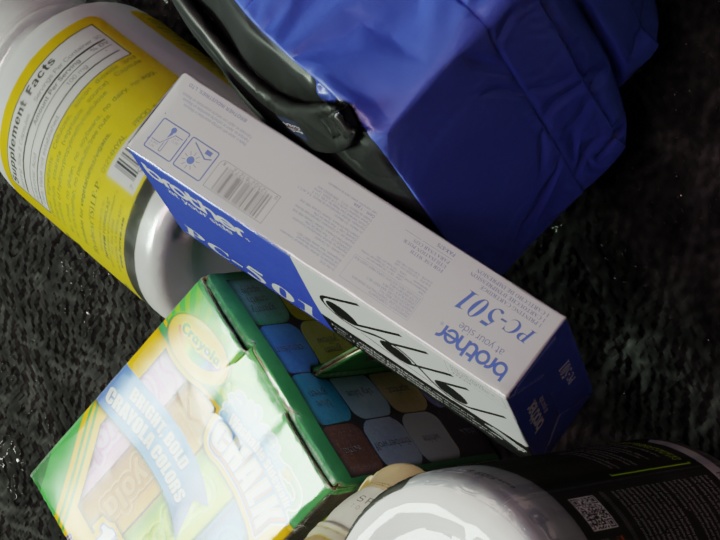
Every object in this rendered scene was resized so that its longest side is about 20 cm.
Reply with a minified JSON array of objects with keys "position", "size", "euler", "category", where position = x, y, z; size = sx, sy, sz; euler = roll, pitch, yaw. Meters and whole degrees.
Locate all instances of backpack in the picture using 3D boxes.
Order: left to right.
[{"position":[0.017,-0.118,1.103],"size":[0.168,0.163,0.200],"euler":[-43,54,-9],"category":"backpack"}]

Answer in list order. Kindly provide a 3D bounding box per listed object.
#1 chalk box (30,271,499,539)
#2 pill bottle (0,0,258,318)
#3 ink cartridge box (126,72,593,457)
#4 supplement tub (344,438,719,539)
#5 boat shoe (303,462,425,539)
[{"position":[-0.033,0.077,1.178],"size":[0.200,0.125,0.124],"euler":[-47,64,30],"category":"chalk box"},{"position":[-0.111,-0.063,1.238],"size":[0.200,0.111,0.112],"euler":[39,116,39],"category":"pill bottle"},{"position":[0.000,0.000,1.062],"size":[0.200,0.094,0.044],"euler":[34,79,22],"category":"ink cartridge box"},{"position":[0.091,0.133,1.026],"size":[0.122,0.200,0.123],"euler":[2,93,40],"category":"supplement tub"},{"position":[0.023,0.140,1.122],"size":[0.074,0.200,0.069],"euler":[37,76,16],"category":"boat shoe"}]
